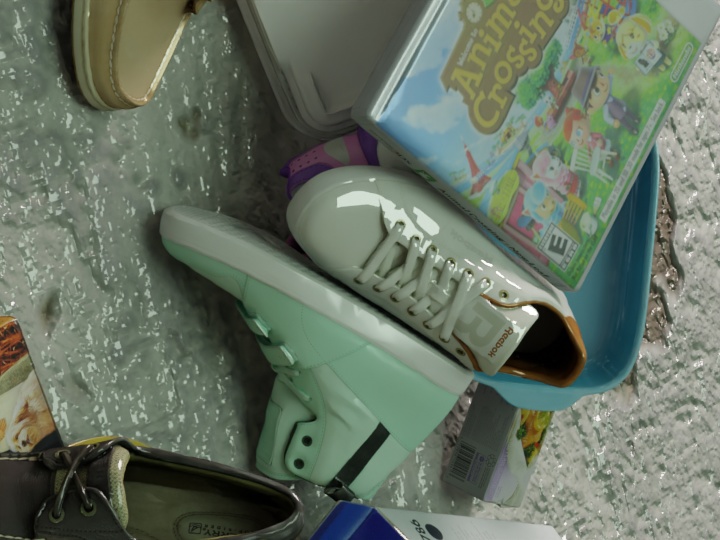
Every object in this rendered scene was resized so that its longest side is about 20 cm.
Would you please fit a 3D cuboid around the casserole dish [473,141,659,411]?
[{"bbox_3d":[0.114,-0.017,1.487,0.039,0.121,0.200,-116,-149,-85],"label":"casserole dish"}]

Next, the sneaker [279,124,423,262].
[{"bbox_3d":[0.000,0.000,1.455,0.088,0.081,0.200,-16,123,-7],"label":"sneaker"}]

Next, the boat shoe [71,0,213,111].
[{"bbox_3d":[-0.099,-0.180,1.333,0.074,0.069,0.200,16,89,-62],"label":"boat shoe"}]

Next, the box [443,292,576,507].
[{"bbox_3d":[0.109,0.049,1.539,0.039,0.041,0.200,15,96,-48],"label":"box"}]

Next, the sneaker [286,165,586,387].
[{"bbox_3d":[0.052,0.006,1.376,0.200,0.085,0.073,26,108,-30],"label":"sneaker"}]

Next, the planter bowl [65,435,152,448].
[{"bbox_3d":[-0.111,0.190,1.256,0.200,0.083,0.201,-17,112,-52],"label":"planter bowl"}]

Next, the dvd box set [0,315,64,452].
[{"bbox_3d":[-0.221,0.127,1.211,0.200,0.029,0.147,-32,109,-47],"label":"dvd box set"}]

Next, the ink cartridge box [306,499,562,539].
[{"bbox_3d":[0.034,0.188,1.449,0.200,0.100,0.039,12,33,-46],"label":"ink cartridge box"}]

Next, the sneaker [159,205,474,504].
[{"bbox_3d":[-0.048,0.053,1.387,0.200,0.074,0.118,33,98,-12],"label":"sneaker"}]

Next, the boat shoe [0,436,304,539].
[{"bbox_3d":[-0.124,0.110,1.187,0.200,0.065,0.073,6,51,-16],"label":"boat shoe"}]

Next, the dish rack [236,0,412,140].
[{"bbox_3d":[0.027,-0.171,1.418,0.044,0.200,0.172,-92,161,-69],"label":"dish rack"}]

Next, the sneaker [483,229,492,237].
[{"bbox_3d":[0.110,-0.040,1.582,0.200,0.074,0.082,-30,112,-44],"label":"sneaker"}]

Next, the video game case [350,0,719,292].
[{"bbox_3d":[0.104,-0.119,1.389,0.182,0.022,0.200,38,73,-31],"label":"video game case"}]
